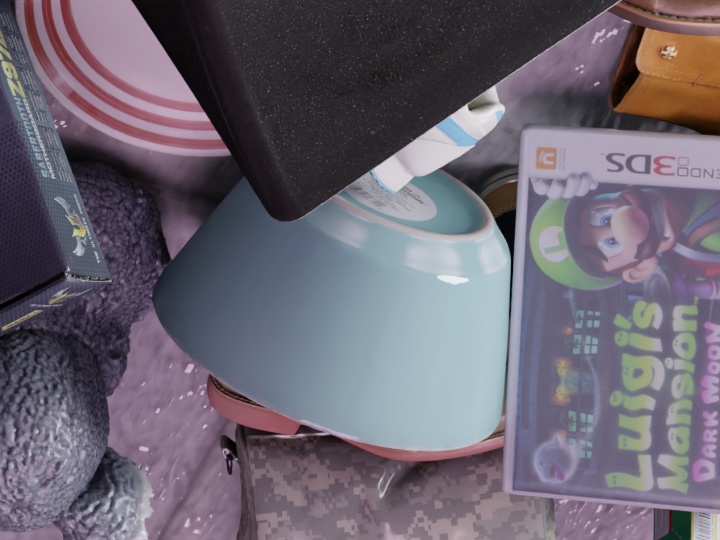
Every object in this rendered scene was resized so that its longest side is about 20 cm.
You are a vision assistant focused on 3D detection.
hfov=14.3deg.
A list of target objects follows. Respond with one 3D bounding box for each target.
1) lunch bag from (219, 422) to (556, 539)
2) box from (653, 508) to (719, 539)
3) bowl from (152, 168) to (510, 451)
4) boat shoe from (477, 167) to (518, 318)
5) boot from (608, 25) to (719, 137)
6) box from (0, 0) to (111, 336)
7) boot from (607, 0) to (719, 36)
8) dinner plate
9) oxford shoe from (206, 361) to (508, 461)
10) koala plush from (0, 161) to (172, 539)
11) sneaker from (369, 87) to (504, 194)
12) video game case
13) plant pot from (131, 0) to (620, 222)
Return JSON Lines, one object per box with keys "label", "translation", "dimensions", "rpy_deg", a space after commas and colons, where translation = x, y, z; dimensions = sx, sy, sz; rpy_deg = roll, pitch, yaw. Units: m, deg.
{"label": "lunch bag", "translation": [0.022, 0.155, 1.696], "dimensions": [0.200, 0.139, 0.168], "rpy_deg": [-5, 118, -3]}
{"label": "box", "translation": [0.270, 0.149, 1.722], "dimensions": [0.200, 0.118, 0.048], "rpy_deg": [18, 146, -20]}
{"label": "bowl", "translation": [0.000, 0.000, 1.520], "dimensions": [0.201, 0.201, 0.105], "rpy_deg": [14, 114, -18]}
{"label": "boat shoe", "translation": [0.120, 0.025, 1.627], "dimensions": [0.075, 0.062, 0.200], "rpy_deg": [-20, 134, 13]}
{"label": "boot", "translation": [0.219, -0.134, 1.468], "dimensions": [0.144, 0.071, 0.201], "rpy_deg": [12, 137, -16]}
{"label": "box", "translation": [-0.230, -0.054, 1.433], "dimensions": [0.158, 0.200, 0.051], "rpy_deg": [-25, 169, 19]}
{"label": "boot", "translation": [0.137, -0.169, 1.403], "dimensions": [0.200, 0.074, 0.076], "rpy_deg": [15, 123, 9]}
{"label": "dinner plate", "translation": [-0.077, -0.139, 1.473], "dimensions": [0.200, 0.024, 0.200], "rpy_deg": [-3, 136, -3]}
{"label": "oxford shoe", "translation": [0.008, 0.057, 1.626], "dimensions": [0.200, 0.071, 0.074], "rpy_deg": [5, 131, 7]}
{"label": "koala plush", "translation": [-0.184, 0.056, 1.535], "dimensions": [0.184, 0.200, 0.177], "rpy_deg": [-34, 128, 26]}
{"label": "sneaker", "translation": [0.005, -0.128, 1.432], "dimensions": [0.081, 0.077, 0.200], "rpy_deg": [-28, 135, 6]}
{"label": "video game case", "translation": [0.169, 0.028, 1.518], "dimensions": [0.182, 0.023, 0.200], "rpy_deg": [4, 96, 15]}
{"label": "plant pot", "translation": [-0.026, -0.182, 1.249], "dimensions": [0.199, 0.200, 0.177], "rpy_deg": [-34, 146, 0]}
